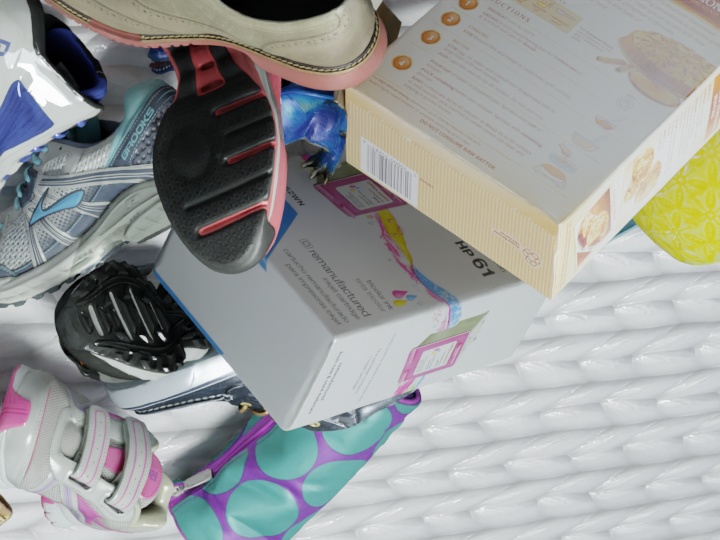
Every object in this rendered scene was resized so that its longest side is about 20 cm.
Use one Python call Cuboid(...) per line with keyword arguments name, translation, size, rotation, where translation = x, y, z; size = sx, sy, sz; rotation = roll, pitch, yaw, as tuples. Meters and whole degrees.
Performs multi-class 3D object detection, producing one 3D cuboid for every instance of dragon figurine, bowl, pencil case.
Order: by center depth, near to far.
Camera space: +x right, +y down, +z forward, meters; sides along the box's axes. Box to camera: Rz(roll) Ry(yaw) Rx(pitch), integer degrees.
Cuboid(name="dragon figurine", translation=(-0.034, -0.104, 1.396), size=(0.200, 0.059, 0.099), rotation=(-6, 141, -31))
Cuboid(name="bowl", translation=(0.210, -0.115, 1.488), size=(0.108, 0.200, 0.200), rotation=(29, 119, -23))
Cuboid(name="pencil case", translation=(-0.051, 0.125, 1.668), size=(0.092, 0.085, 0.200), rotation=(29, 116, -33))

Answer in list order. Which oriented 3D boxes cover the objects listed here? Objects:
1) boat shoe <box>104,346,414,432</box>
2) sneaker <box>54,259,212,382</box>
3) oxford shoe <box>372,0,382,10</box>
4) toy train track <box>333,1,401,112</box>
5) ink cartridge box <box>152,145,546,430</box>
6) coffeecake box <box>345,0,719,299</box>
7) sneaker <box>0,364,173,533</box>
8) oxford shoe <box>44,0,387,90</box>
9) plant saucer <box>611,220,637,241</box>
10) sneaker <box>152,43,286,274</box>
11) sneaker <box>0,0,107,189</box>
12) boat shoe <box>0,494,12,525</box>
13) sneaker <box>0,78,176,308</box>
Cuboid(name="boat shoe", translation=(-0.061, 0.072, 1.553), size=(0.200, 0.071, 0.091), rotation=(-20, 113, 3))
Cuboid(name="sneaker", translation=(-0.148, 0.041, 1.442), size=(0.079, 0.074, 0.200), rotation=(-24, 175, 9))
Cuboid(name="oxford shoe", translation=(0.034, -0.197, 1.240), size=(0.200, 0.058, 0.075), rotation=(-59, 163, 16))
Cuboid(name="toy train track", translation=(-0.021, -0.159, 1.312), size=(0.200, 0.033, 0.115), rotation=(37, 67, -70))
Cuboid(name="ink cartridge box", translation=(0.000, 0.000, 1.451), size=(0.200, 0.145, 0.085), rotation=(-15, 143, -43))
Cuboid(name="coffeecake box", translation=(0.113, -0.104, 1.364), size=(0.200, 0.153, 0.073), rotation=(-43, 155, -26))
Cuboid(name="sneaker", translation=(-0.174, 0.118, 1.532), size=(0.088, 0.081, 0.200), rotation=(8, 164, 17))
Cuboid(name="oxford shoe", translation=(-0.083, -0.152, 1.199), size=(0.200, 0.070, 0.075), rotation=(14, 160, 13))
Cuboid(name="plant saucer", translation=(0.095, -0.015, 1.638), size=(0.200, 0.019, 0.070), rotation=(-28, 123, -3))
Cuboid(name="sneaker", translation=(-0.064, -0.093, 1.273), size=(0.074, 0.200, 0.087), rotation=(-16, 163, 23))
Cuboid(name="sneaker", translation=(-0.196, -0.076, 1.282), size=(0.115, 0.081, 0.199), rotation=(-9, 141, -21))
Cuboid(name="boat shoe", translation=(-0.264, 0.112, 1.505), size=(0.069, 0.074, 0.200), rotation=(-33, 150, -18))
Cuboid(name="sneaker", translation=(-0.161, -0.048, 1.373), size=(0.200, 0.086, 0.078), rotation=(-28, -172, 31))
